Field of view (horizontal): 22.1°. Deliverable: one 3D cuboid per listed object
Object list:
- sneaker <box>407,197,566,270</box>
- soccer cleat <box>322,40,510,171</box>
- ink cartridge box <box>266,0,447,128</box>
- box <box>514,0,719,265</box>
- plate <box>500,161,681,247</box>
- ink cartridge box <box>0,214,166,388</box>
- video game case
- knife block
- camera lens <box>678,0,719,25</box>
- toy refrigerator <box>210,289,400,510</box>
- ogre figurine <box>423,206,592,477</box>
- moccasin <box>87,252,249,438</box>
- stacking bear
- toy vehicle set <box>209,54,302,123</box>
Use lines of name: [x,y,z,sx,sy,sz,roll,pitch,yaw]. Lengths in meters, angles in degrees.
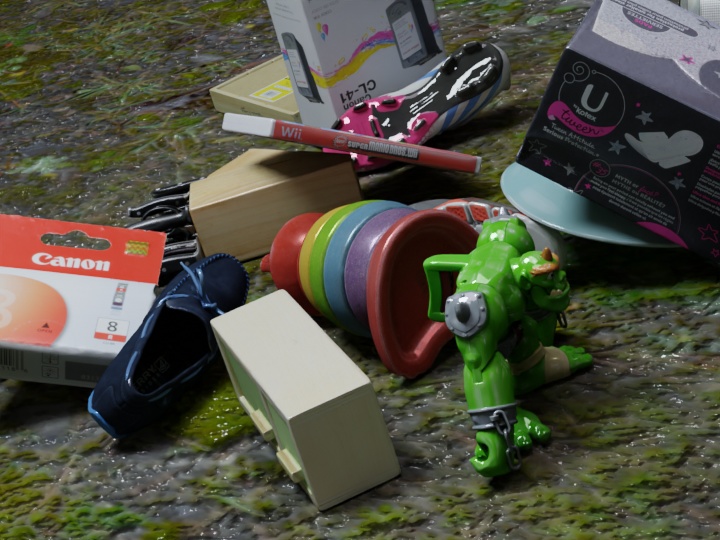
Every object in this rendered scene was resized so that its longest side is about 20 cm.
sneaker: [0.092,-0.033,1.479,0.199,0.077,0.082,7,26,42]
soccer cleat: [0.060,-0.147,1.777,0.199,0.070,0.086,-30,-20,8]
ink cartridge box: [-0.001,-0.238,1.833,0.147,0.201,0.086,-28,26,-21]
box: [0.238,-0.110,1.357,0.199,0.115,0.132,27,40,5]
plate: [0.210,-0.069,1.444,0.199,0.026,0.200,4,25,-2]
ink cartridge box: [-0.248,0.010,1.532,0.161,0.050,0.201,6,44,-2]
video game case: [-0.009,-0.113,1.640,0.199,0.018,0.143,8,4,-22]
knife block: [-0.116,-0.043,1.662,0.199,0.064,0.175,7,34,44]
camera lens: [0.383,-0.220,1.563,0.199,0.161,0.160,3,31,40]
toy refrigerator: [-0.045,0.088,1.306,0.070,0.076,0.200,-23,24,-12]
ogre figurine: [0.097,0.041,1.249,0.098,0.120,0.200,2,31,39]
moccasin: [-0.134,0.055,1.439,0.068,0.080,0.200,-39,16,46]
stacking bear: [0.000,0.000,1.436,0.121,0.114,0.200,-31,22,-28]
toy vehicle set: [-0.068,-0.197,2.011,0.124,0.027,0.200,-28,25,-22]
